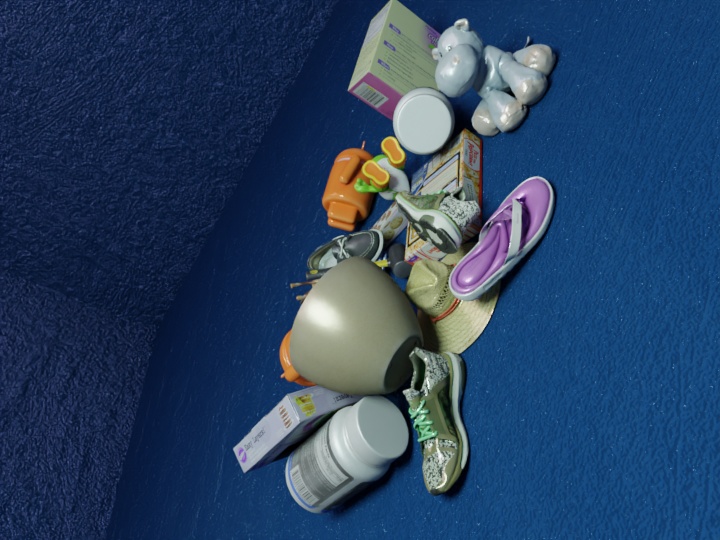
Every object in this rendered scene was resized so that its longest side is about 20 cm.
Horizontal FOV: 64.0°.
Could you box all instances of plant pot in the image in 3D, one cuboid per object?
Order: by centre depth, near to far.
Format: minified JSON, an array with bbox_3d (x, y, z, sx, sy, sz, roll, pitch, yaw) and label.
[{"bbox_3d":[0.013,0.100,0.834,0.133,0.199,0.203,29,94,32],"label":"plant pot"}]

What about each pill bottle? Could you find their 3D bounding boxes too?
[{"bbox_3d":[-0.021,0.278,0.875,0.200,0.112,0.115,-46,29,36],"label":"pill bottle"},{"bbox_3d":[0.116,-0.276,1.054,0.114,0.112,0.200,-56,6,18],"label":"pill bottle"}]

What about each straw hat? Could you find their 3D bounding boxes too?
[{"bbox_3d":[0.113,0.027,0.869,0.201,0.084,0.203,-47,29,35],"label":"straw hat"}]

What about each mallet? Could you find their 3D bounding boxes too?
[{"bbox_3d":[0.000,0.000,1.041,0.066,0.196,0.042,-115,14,-54],"label":"mallet"}]

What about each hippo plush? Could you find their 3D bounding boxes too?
[{"bbox_3d":[0.206,-0.339,0.931,0.159,0.159,0.204,-23,47,57],"label":"hippo plush"}]

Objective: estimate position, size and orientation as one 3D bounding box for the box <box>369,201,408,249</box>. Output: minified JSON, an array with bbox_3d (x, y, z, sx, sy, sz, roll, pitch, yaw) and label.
[{"bbox_3d":[0.033,-0.061,1.181,0.200,0.041,0.039,-47,30,35],"label":"box"}]

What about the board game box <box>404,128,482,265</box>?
[{"bbox_3d":[0.143,-0.122,0.998,0.151,0.046,0.203,-36,37,48],"label":"board game box"}]

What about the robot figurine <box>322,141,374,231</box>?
[{"bbox_3d":[-0.020,-0.195,1.327,0.115,0.143,0.204,-3,62,39],"label":"robot figurine"}]

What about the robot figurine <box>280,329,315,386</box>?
[{"bbox_3d":[-0.070,0.134,1.038,0.200,0.115,0.146,-42,37,41],"label":"robot figurine"}]

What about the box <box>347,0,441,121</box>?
[{"bbox_3d":[0.089,-0.448,1.266,0.096,0.174,0.204,-17,52,58],"label":"box"}]

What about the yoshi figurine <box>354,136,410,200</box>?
[{"bbox_3d":[0.044,-0.196,1.124,0.200,0.110,0.115,40,-131,-80],"label":"yoshi figurine"}]

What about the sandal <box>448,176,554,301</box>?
[{"bbox_3d":[0.191,-0.047,0.777,0.082,0.050,0.204,32,85,45],"label":"sandal"}]

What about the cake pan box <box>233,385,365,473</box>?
[{"bbox_3d":[-0.089,0.247,0.941,0.200,0.182,0.053,-46,62,35],"label":"cake pan box"}]

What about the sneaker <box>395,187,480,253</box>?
[{"bbox_3d":[0.123,-0.092,0.887,0.088,0.077,0.200,-37,29,-3],"label":"sneaker"}]

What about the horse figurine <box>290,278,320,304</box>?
[{"bbox_3d":[-0.056,0.036,1.112,0.199,0.130,0.051,172,92,-65],"label":"horse figurine"}]

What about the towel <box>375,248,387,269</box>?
[{"bbox_3d":[-0.021,0.023,1.168,0.198,0.023,0.150,5,84,55],"label":"towel"}]

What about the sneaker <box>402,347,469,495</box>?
[{"bbox_3d":[0.087,0.190,0.762,0.077,0.087,0.203,-41,34,42],"label":"sneaker"}]

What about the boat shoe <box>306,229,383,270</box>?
[{"bbox_3d":[-0.034,-0.031,1.130,0.199,0.059,0.077,-31,55,46],"label":"boat shoe"}]
